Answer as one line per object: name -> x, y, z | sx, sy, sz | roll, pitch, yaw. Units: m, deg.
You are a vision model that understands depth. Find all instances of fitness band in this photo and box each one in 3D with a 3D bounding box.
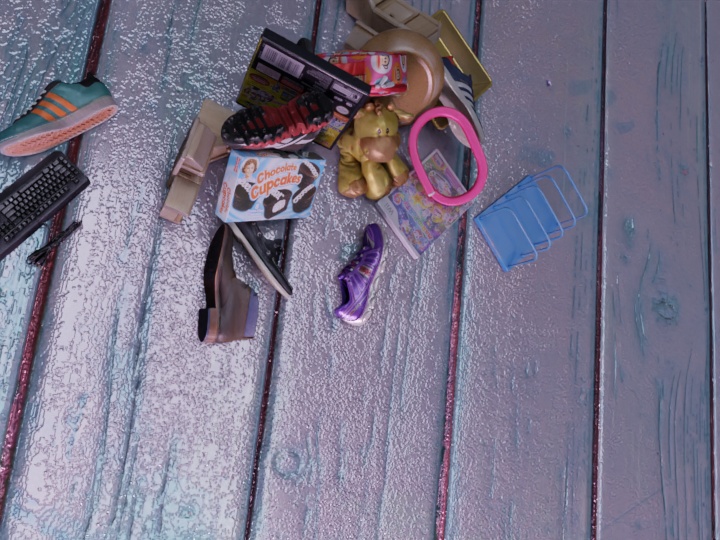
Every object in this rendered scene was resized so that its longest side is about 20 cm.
fitness band -> 0.177, -0.232, 1.284 | 0.141, 0.037, 0.203 | -25, 99, 10

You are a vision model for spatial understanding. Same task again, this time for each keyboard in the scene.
keyboard -> -0.517, -0.087, 1.009 | 0.127, 0.021, 0.201 | 46, 67, -11

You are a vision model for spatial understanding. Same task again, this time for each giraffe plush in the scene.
giraffe plush -> 0.027, -0.252, 1.204 | 0.171, 0.162, 0.203 | -31, 91, -23

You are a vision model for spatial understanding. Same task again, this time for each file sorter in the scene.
file sorter -> 0.378, -0.118, 1.376 | 0.199, 0.122, 0.140 | -36, 97, -26

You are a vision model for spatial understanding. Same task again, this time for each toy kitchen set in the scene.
toy kitchen set -> 0.039, -0.529, 1.216 | 0.199, 0.182, 0.163 | 40, 63, 22
toy kitchen set -> -0.221, -0.171, 1.073 | 0.177, 0.162, 0.205 | 23, 73, -20

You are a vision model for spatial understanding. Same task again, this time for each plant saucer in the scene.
plant saucer -> 0.166, -0.430, 1.369 | 0.200, 0.048, 0.201 | -42, 99, -24
plant saucer -> 0.074, -0.369, 1.245 | 0.196, 0.202, 0.036 | 18, 34, -21

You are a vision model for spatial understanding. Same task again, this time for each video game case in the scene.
video game case -> 0.138, -0.142, 1.325 | 0.200, 0.018, 0.144 | -42, 100, -24
video game case -> -0.103, -0.305, 1.089 | 0.196, 0.181, 0.026 | 24, 61, -16

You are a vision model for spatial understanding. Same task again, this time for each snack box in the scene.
snack box -> -0.152, -0.147, 1.091 | 0.198, 0.037, 0.118 | -10, 128, -50

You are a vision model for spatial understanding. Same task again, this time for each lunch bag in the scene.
lunch bag -> -0.021, -0.355, 1.129 | 0.176, 0.195, 0.084 | -37, 129, -64

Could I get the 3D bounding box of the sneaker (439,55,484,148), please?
sneaker -> 0.215, -0.357, 1.315 | 0.084, 0.074, 0.203 | -37, 102, -32

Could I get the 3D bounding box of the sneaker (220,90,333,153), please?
sneaker -> -0.140, -0.231, 1.041 | 0.197, 0.098, 0.072 | -23, 78, -27

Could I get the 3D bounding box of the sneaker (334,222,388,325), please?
sneaker -> 0.000, 0.000, 1.206 | 0.082, 0.080, 0.205 | 18, 75, -15

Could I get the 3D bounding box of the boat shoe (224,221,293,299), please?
boat shoe -> -0.172, -0.044, 1.133 | 0.066, 0.075, 0.201 | -38, 89, -13

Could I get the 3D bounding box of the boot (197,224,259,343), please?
boot -> -0.224, 0.027, 1.106 | 0.095, 0.074, 0.206 | 10, 87, -32

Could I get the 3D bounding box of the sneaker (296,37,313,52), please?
sneaker -> -0.156, -0.364, 1.201 | 0.102, 0.060, 0.205 | 14, 79, -25

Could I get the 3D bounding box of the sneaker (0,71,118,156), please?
sneaker -> -0.501, -0.256, 1.021 | 0.199, 0.071, 0.081 | -36, 92, -30
